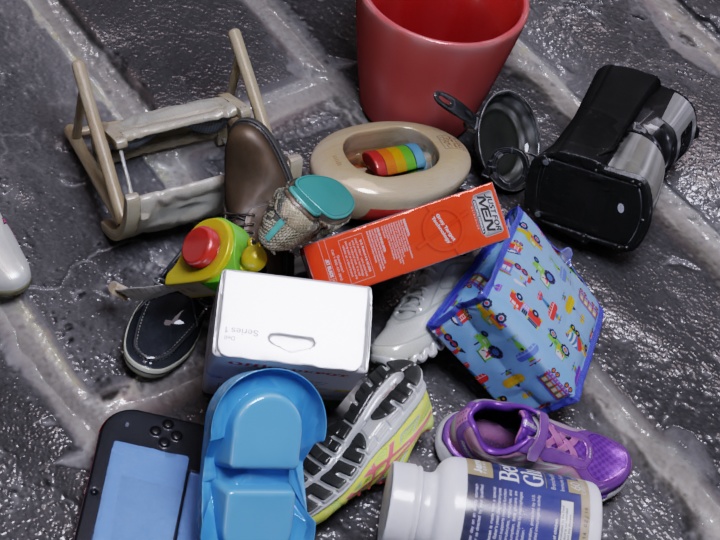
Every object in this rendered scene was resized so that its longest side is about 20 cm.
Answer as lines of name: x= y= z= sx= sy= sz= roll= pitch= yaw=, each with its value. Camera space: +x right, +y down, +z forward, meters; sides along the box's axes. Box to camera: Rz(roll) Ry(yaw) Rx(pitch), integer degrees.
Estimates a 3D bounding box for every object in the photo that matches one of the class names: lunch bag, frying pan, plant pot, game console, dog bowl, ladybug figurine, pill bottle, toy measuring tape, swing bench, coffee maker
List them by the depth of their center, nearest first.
dog bowl: x=-0.095 y=0.184 z=1.430 sx=0.110 sy=0.203 sz=0.049 roll=4 pitch=5 yaw=-25
game console: x=-0.173 y=0.228 z=1.486 sx=0.174 sy=0.031 sz=0.202 roll=11 pitch=51 yaw=-4
pill bottle: x=0.120 y=0.237 z=1.490 sx=0.197 sy=0.112 sz=0.112 roll=11 pitch=50 yaw=-4
toy measuring tape: x=-0.167 y=-0.012 z=1.554 sx=0.198 sy=0.074 sz=0.074 roll=-7 pitch=37 yaw=38
lunch bag: x=0.182 y=0.034 z=1.653 sx=0.151 sy=0.094 sz=0.201 roll=47 pitch=45 yaw=-12
swing bench: x=-0.194 y=-0.131 z=1.711 sx=0.197 sy=0.130 sz=0.202 roll=-13 pitch=61 yaw=-23
ladybug figurine: x=0.033 y=-0.106 z=1.766 sx=0.198 sy=0.073 sz=0.136 roll=-9 pitch=44 yaw=-25
frying pan: x=0.142 y=-0.146 z=1.804 sx=0.189 sy=0.031 sz=0.117 roll=-7 pitch=93 yaw=-45
coffee maker: x=0.271 y=-0.144 z=1.805 sx=0.191 sy=0.135 sz=0.201 roll=36 pitch=44 yaw=0
plant pot: x=0.081 y=-0.258 z=1.834 sx=0.197 sy=0.178 sz=0.202 roll=6 pitch=47 yaw=-7

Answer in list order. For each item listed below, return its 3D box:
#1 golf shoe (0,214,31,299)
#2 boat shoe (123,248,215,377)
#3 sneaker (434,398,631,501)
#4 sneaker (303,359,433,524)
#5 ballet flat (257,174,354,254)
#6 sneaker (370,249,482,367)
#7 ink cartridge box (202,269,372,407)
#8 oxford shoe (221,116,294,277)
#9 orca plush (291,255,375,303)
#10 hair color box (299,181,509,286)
golf shoe: x=-0.408 y=-0.054 z=1.622 sx=0.072 sy=0.093 sz=0.200 roll=-32 pitch=65 yaw=-33
boat shoe: x=-0.182 y=0.025 z=1.628 sx=0.074 sy=0.063 sz=0.201 roll=27 pitch=53 yaw=8
sneaker: x=0.175 y=0.173 z=1.566 sx=0.197 sy=0.089 sz=0.081 roll=13 pitch=57 yaw=-2
sneaker: x=0.003 y=0.185 z=1.533 sx=0.200 sy=0.091 sz=0.078 roll=-43 pitch=43 yaw=-14
ballet flat: x=-0.062 y=-0.051 z=1.543 sx=0.068 sy=0.075 sz=0.200 roll=45 pitch=13 yaw=3
sneaker: x=0.071 y=0.029 z=1.657 sx=0.074 sy=0.082 sz=0.200 roll=6 pitch=36 yaw=40
ink cartridge box: x=-0.073 y=0.069 z=1.518 sx=0.143 sy=0.200 sz=0.085 roll=7 pitch=75 yaw=-7
oxford shoe: x=-0.109 y=-0.051 z=1.594 sx=0.072 sy=0.203 sz=0.084 roll=1 pitch=16 yaw=25
orca plush: x=0.000 y=0.000 z=1.704 sx=0.199 sy=0.072 sz=0.105 roll=-27 pitch=17 yaw=-34
hair color box: x=0.042 y=-0.027 z=1.587 sx=0.198 sy=0.102 sz=0.062 roll=-20 pitch=91 yaw=-4
